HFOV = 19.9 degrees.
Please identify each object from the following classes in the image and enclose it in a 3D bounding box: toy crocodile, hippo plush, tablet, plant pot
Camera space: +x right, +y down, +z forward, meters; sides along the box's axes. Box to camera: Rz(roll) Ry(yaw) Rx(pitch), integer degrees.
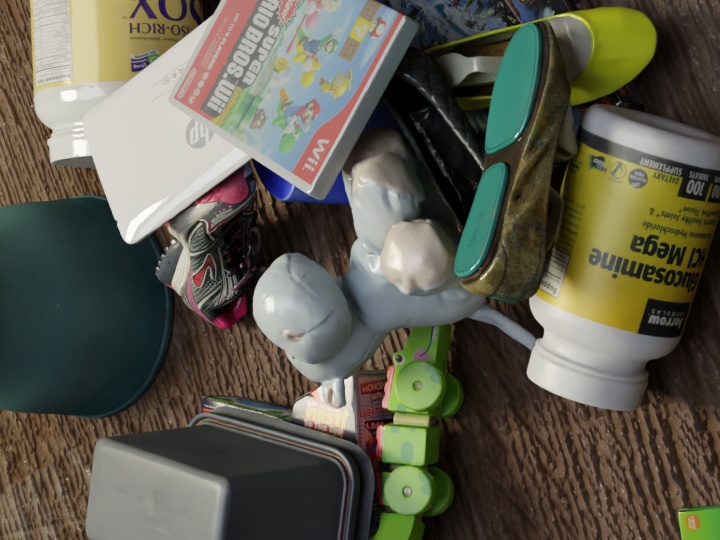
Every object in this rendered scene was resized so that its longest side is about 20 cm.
[{"bbox_3d":[0.038,0.127,1.570,0.062,0.068,0.200,5,86,19],"label":"toy crocodile"},{"bbox_3d":[0.000,0.000,1.509,0.161,0.200,0.159,-31,59,13],"label":"hippo plush"},{"bbox_3d":[-0.127,-0.122,1.581,0.200,0.014,0.130,-35,60,22],"label":"tablet"},{"bbox_3d":[-0.298,0.033,1.762,0.200,0.188,0.200,0,91,37],"label":"plant pot"}]

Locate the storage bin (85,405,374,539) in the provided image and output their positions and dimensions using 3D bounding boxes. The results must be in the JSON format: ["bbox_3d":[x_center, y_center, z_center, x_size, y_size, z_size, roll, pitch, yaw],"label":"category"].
[{"bbox_3d":[-0.112,0.189,1.566,0.200,0.134,0.146,12,97,44],"label":"storage bin"}]

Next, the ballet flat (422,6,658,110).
[{"bbox_3d":[0.115,-0.149,1.477,0.200,0.067,0.067,-7,84,36],"label":"ballet flat"}]

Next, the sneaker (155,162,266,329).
[{"bbox_3d":[-0.108,-0.022,1.655,0.075,0.081,0.200,46,157,11],"label":"sneaker"}]

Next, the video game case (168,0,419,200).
[{"bbox_3d":[-0.053,-0.151,1.497,0.200,0.017,0.143,34,97,46],"label":"video game case"}]

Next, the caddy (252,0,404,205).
[{"bbox_3d":[-0.022,-0.143,1.608,0.141,0.105,0.200,-47,54,47],"label":"caddy"}]

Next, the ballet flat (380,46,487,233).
[{"bbox_3d":[0.065,-0.071,1.457,0.200,0.057,0.066,58,136,14],"label":"ballet flat"}]

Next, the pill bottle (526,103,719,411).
[{"bbox_3d":[0.185,-0.008,1.446,0.112,0.112,0.200,23,104,35],"label":"pill bottle"}]

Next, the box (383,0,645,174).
[{"bbox_3d":[0.111,-0.169,1.547,0.137,0.040,0.200,-38,69,32],"label":"box"}]

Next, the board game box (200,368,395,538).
[{"bbox_3d":[-0.041,0.167,1.647,0.200,0.062,0.200,12,96,36],"label":"board game box"}]

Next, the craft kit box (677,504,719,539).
[{"bbox_3d":[0.323,0.249,1.386,0.197,0.049,0.200,-11,83,34],"label":"craft kit box"}]

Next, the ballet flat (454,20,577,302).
[{"bbox_3d":[0.115,-0.071,1.404,0.071,0.071,0.200,1,68,37],"label":"ballet flat"}]

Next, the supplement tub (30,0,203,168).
[{"bbox_3d":[-0.203,-0.191,1.717,0.145,0.145,0.200,-5,87,37],"label":"supplement tub"}]
